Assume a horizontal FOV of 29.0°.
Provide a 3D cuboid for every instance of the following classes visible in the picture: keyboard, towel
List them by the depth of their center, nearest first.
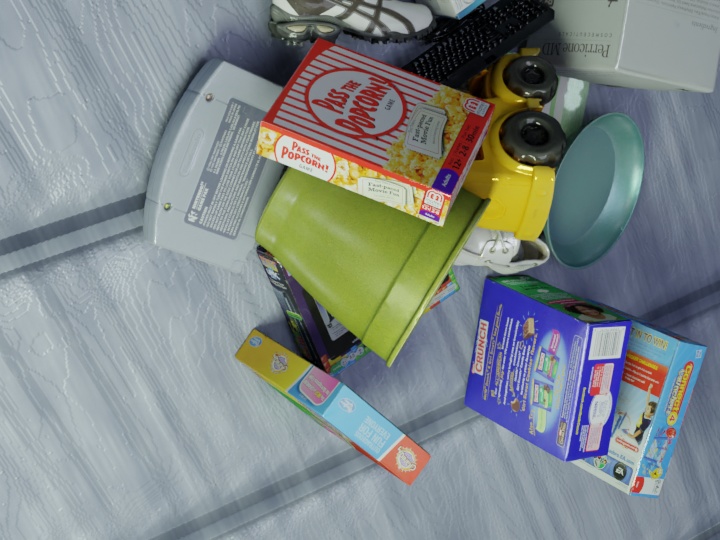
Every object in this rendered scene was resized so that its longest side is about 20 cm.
[{"bbox_3d":[0.112,-0.260,1.542,0.199,0.104,0.040,-36,134,-18],"label":"keyboard"},{"bbox_3d":[0.189,-0.183,1.667,0.199,0.023,0.154,1,103,-33],"label":"towel"}]

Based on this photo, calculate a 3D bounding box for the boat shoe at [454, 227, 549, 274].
[{"bbox_3d":[0.156,-0.039,1.629,0.199,0.069,0.072,11,77,-52],"label":"boat shoe"}]

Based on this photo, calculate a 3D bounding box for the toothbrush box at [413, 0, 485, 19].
[{"bbox_3d":[0.131,-0.392,1.527,0.200,0.085,0.147,-38,121,-17],"label":"toothbrush box"}]

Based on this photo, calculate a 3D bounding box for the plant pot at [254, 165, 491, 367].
[{"bbox_3d":[0.002,-0.038,1.433,0.192,0.200,0.201,32,85,4],"label":"plant pot"}]

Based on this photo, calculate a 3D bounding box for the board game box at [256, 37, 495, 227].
[{"bbox_3d":[0.017,-0.140,1.384,0.047,0.199,0.152,104,10,-47],"label":"board game box"}]

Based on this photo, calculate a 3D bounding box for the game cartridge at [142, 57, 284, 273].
[{"bbox_3d":[-0.145,-0.109,1.437,0.133,0.041,0.201,20,92,-39],"label":"game cartridge"}]

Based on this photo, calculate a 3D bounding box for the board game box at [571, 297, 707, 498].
[{"bbox_3d":[0.317,0.155,1.744,0.056,0.200,0.197,12,98,-36],"label":"board game box"}]

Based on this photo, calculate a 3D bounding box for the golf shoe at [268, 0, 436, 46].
[{"bbox_3d":[-0.002,-0.288,1.478,0.199,0.078,0.095,-7,108,-33],"label":"golf shoe"}]

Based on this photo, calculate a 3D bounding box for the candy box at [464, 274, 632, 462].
[{"bbox_3d":[0.220,0.112,1.668,0.077,0.200,0.171,-1,106,-34],"label":"candy box"}]

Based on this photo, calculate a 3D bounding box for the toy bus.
[{"bbox_3d":[0.120,-0.144,1.538,0.190,0.201,0.136,3,146,-3],"label":"toy bus"}]

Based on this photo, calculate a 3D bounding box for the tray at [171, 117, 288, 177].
[{"bbox_3d":[-0.108,-0.137,1.488,0.199,0.022,0.108,-19,115,-28],"label":"tray"}]

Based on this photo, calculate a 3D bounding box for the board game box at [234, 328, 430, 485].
[{"bbox_3d":[-0.033,0.146,1.513,0.153,0.200,0.040,42,80,-34],"label":"board game box"}]

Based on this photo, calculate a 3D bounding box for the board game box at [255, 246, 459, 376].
[{"bbox_3d":[0.000,0.000,1.579,0.199,0.057,0.166,-33,118,-21],"label":"board game box"}]

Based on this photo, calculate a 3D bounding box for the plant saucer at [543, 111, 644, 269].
[{"bbox_3d":[0.280,-0.102,1.722,0.199,0.036,0.202,-25,125,-40],"label":"plant saucer"}]

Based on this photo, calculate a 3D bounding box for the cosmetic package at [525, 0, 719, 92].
[{"bbox_3d":[0.313,-0.318,1.611,0.164,0.164,0.202,6,94,-34],"label":"cosmetic package"}]
